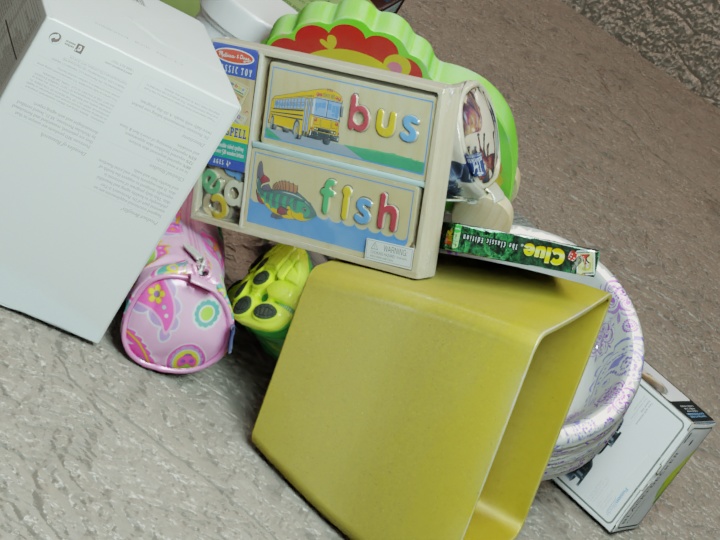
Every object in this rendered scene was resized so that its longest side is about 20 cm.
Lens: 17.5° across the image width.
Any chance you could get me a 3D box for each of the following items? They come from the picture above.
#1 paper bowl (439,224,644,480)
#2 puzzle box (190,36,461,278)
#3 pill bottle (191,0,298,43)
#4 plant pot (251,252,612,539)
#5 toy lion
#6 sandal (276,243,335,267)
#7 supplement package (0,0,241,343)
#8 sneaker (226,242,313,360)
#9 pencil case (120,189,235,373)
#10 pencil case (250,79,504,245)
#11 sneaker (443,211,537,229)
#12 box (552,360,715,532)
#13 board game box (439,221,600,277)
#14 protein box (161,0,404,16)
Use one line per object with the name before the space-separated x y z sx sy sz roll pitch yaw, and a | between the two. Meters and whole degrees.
paper bowl | 0.114 0.073 1.822 0.199 0.105 0.202 6 56 -10
puzzle box | -0.027 -0.081 1.619 0.199 0.134 0.025 14 12 31
pill bottle | -0.125 -0.126 1.840 0.115 0.201 0.116 30 18 -11
plant pot | 0.041 0.085 1.635 0.175 0.201 0.200 24 15 15
toy lion | 0.018 -0.116 1.760 0.198 0.193 0.069 4 39 11
sandal | -0.047 0.005 1.895 0.082 0.050 0.203 46 10 -19
supplement package | -0.207 -0.091 1.608 0.151 0.201 0.151 24 20 -26
sneaker | -0.050 0.028 1.723 0.083 0.074 0.200 42 -3 -6
pencil case | -0.135 -0.002 1.697 0.087 0.088 0.200 28 18 -18
pencil case | 0.004 -0.075 1.708 0.078 0.199 0.090 -1 80 -70
sneaker | 0.066 -0.016 1.967 0.199 0.088 0.074 6 6 35
box | 0.177 0.107 1.913 0.200 0.117 0.060 41 15 24
board game box | 0.096 -0.018 1.666 0.104 0.024 0.200 8 1 -9
protein box | -0.100 -0.217 2.111 0.198 0.201 0.135 35 18 4
